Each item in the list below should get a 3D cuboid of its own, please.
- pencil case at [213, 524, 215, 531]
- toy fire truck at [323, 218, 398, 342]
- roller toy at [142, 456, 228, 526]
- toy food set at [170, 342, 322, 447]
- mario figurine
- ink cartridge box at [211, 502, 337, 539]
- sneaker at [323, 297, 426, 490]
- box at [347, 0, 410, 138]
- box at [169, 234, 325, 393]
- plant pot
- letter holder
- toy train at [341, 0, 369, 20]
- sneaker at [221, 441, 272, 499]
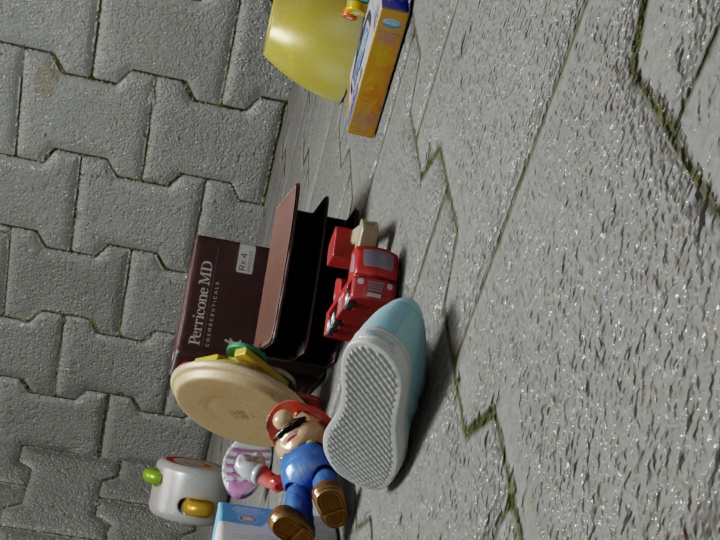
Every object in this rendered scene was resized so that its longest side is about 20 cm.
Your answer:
[{"bbox_3d":[-0.202,0.474,1.698,0.085,0.091,0.202,38,122,52],"label":"pencil case"},{"bbox_3d":[0.000,0.000,1.148,0.200,0.048,0.143,123,156,-67],"label":"toy fire truck"},{"bbox_3d":[-0.393,0.517,2.531,0.182,0.198,0.142,17,-97,-64],"label":"roller toy"},{"bbox_3d":[-0.148,0.167,1.406,0.196,0.200,0.049,-13,45,38],"label":"toy food set"},{"bbox_3d":[-0.070,0.194,1.146,0.200,0.122,0.107,-110,23,-67],"label":"mario figurine"},{"bbox_3d":[-0.091,0.340,1.067,0.200,0.127,0.127,-105,27,-71],"label":"ink cartridge box"},{"bbox_3d":[0.023,0.104,0.897,0.082,0.073,0.201,-48,-19,-39],"label":"sneaker"},{"bbox_3d":[0.022,-0.283,1.364,0.120,0.041,0.202,-91,13,-52],"label":"box"},{"bbox_3d":[-0.147,0.068,1.499,0.164,0.197,0.168,129,150,-70],"label":"box"},{"bbox_3d":[-0.081,-0.390,1.792,0.200,0.140,0.203,-168,90,-81],"label":"plant pot"},{"bbox_3d":[-0.062,0.008,1.366,0.142,0.099,0.203,139,141,-72],"label":"letter holder"},{"bbox_3d":[0.028,-0.432,1.469,0.201,0.055,0.151,114,165,-45],"label":"toy train"},{"bbox_3d":[-0.190,0.314,1.874,0.201,0.079,0.089,-82,2,-47],"label":"sneaker"}]
